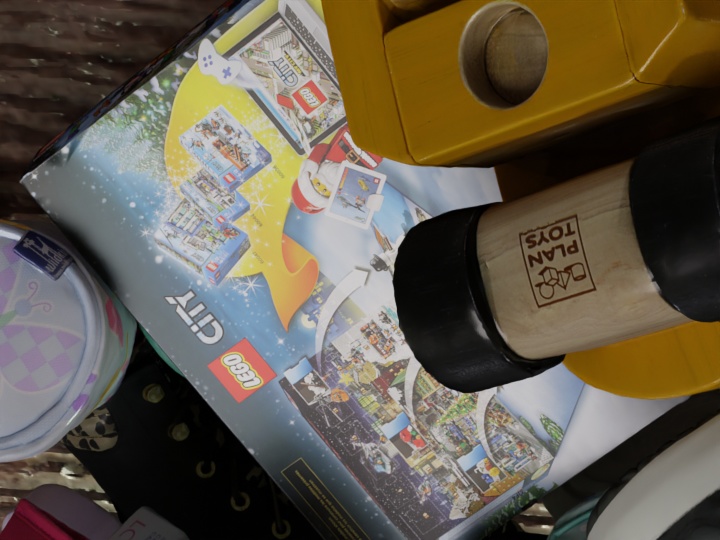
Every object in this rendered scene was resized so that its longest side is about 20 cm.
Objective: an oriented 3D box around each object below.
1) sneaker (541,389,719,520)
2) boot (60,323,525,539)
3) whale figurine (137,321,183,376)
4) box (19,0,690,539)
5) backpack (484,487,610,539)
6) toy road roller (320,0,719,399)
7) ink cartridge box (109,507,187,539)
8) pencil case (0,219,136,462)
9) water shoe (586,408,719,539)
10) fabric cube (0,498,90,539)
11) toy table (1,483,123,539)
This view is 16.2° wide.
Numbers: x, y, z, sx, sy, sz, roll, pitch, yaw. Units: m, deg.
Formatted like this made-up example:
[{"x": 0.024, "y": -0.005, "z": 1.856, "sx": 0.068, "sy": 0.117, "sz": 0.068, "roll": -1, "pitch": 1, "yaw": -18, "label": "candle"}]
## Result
[{"x": 0.167, "y": 0.063, "z": 0.958, "sx": 0.199, "sy": 0.077, "sz": 0.080, "roll": -6, "pitch": 162, "yaw": 19, "label": "sneaker"}, {"x": -0.042, "y": 0.087, "z": 1.064, "sx": 0.203, "sy": 0.074, "sz": 0.154, "roll": -3, "pitch": 133, "yaw": 38, "label": "boot"}, {"x": -0.007, "y": 0.023, "z": 0.965, "sx": 0.159, "sy": 0.104, "sz": 0.200, "roll": -20, "pitch": 124, "yaw": 38, "label": "whale figurine"}, {"x": 0.000, "y": 0.000, "z": 0.868, "sx": 0.136, "sy": 0.038, "sz": 0.200, "roll": -36, "pitch": 103, "yaw": 16, "label": "box"}, {"x": 0.137, "y": 0.137, "z": 0.871, "sx": 0.199, "sy": 0.127, "sz": 0.167, "roll": -3, "pitch": 167, "yaw": 17, "label": "backpack"}, {"x": 0.082, "y": -0.059, "z": 0.793, "sx": 0.123, "sy": 0.146, "sz": 0.201, "roll": -19, "pitch": 82, "yaw": 35, "label": "toy road roller"}, {"x": -0.082, "y": 0.210, "z": 1.063, "sx": 0.042, "sy": 0.119, "sz": 0.200, "roll": 26, "pitch": 150, "yaw": 49, "label": "ink cartridge box"}, {"x": -0.131, "y": 0.021, "z": 0.935, "sx": 0.091, "sy": 0.083, "sz": 0.200, "roll": 33, "pitch": 179, "yaw": 0, "label": "pencil case"}, {"x": 0.167, "y": 0.054, "z": 0.786, "sx": 0.200, "sy": 0.071, "sz": 0.079, "roll": -37, "pitch": 76, "yaw": 13, "label": "water shoe"}, {"x": -0.073, "y": 0.234, "z": 0.912, "sx": 0.196, "sy": 0.200, "sz": 0.200, "roll": 35, "pitch": 174, "yaw": -29, "label": "fabric cube"}, {"x": -0.145, "y": 0.189, "z": 1.144, "sx": 0.184, "sy": 0.117, "sz": 0.200, "roll": 38, "pitch": 156, "yaw": 21, "label": "toy table"}]
